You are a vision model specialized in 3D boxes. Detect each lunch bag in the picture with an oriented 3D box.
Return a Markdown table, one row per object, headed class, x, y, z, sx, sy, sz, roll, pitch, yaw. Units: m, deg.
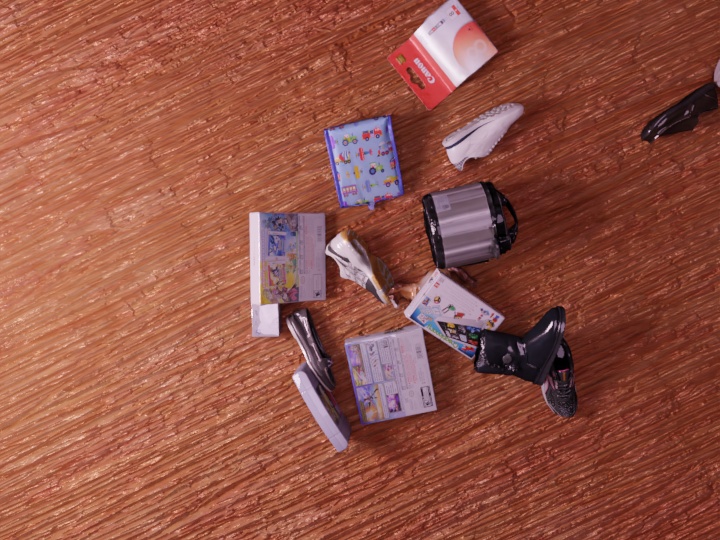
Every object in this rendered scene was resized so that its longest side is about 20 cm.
| class | x | y | z | sx | sy | sz | roll | pitch | yaw |
| --- | --- | --- | --- | --- | --- | --- | --- | --- | --- |
| lunch bag | 0.010 | -0.235 | 1.677 | 0.149 | 0.094 | 0.202 | -12 | 102 | -2 |

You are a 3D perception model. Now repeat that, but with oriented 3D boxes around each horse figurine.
| class | x | y | z | sx | sy | sz | roll | pitch | yaw |
| --- | --- | --- | --- | --- | --- | --- | --- | --- | --- |
| horse figurine | 0.168 | 0.049 | 1.692 | 0.199 | 0.050 | 0.133 | -33 | 105 | 1 |

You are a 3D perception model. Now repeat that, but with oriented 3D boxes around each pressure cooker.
| class | x | y | z | sx | sy | sz | roll | pitch | yaw |
| --- | --- | --- | --- | --- | --- | --- | --- | --- | --- |
| pressure cooker | 0.244 | -0.102 | 1.630 | 0.198 | 0.179 | 0.178 | -13 | 90 | 2 |

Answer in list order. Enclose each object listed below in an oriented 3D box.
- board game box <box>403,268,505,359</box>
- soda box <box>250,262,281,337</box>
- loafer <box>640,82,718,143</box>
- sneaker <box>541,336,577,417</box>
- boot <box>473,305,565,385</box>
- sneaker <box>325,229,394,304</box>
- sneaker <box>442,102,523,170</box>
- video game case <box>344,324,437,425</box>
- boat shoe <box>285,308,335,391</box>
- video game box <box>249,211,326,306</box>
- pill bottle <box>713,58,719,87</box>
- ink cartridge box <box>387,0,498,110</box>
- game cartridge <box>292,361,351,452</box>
| class | x | y | z | sx | sy | sz | roll | pitch | yaw |
| --- | --- | --- | --- | --- | --- | --- | --- | --- | --- |
| board game box | 0.212 | 0.100 | 1.674 | 0.199 | 0.035 | 0.127 | 34 | 101 | -20 |
| soda box | -0.215 | 0.049 | 1.694 | 0.063 | 0.068 | 0.202 | -1 | 92 | 0 |
| loafer | 0.724 | -0.342 | 1.667 | 0.199 | 0.073 | 0.072 | -34 | 90 | 2 |
| sneaker | 0.452 | 0.241 | 1.691 | 0.079 | 0.086 | 0.202 | -14 | 93 | 3 |
| boot | 0.347 | 0.155 | 1.639 | 0.166 | 0.077 | 0.202 | 13 | 116 | -2 |
| sneaker | 0.000 | 0.000 | 1.699 | 0.087 | 0.076 | 0.201 | -30 | 104 | 32 |
| sneaker | 0.285 | -0.308 | 1.680 | 0.199 | 0.076 | 0.081 | -30 | 104 | 6 |
| video game case | 0.070 | 0.238 | 1.701 | 0.179 | 0.045 | 0.202 | -11 | 101 | 0 |
| boat shoe | -0.101 | 0.180 | 1.701 | 0.057 | 0.067 | 0.201 | -31 | 89 | 6 |
| video game box | -0.160 | -0.028 | 1.652 | 0.181 | 0.047 | 0.202 | -2 | 93 | -42 |
| pill bottle | 0.903 | -0.430 | 1.643 | 0.198 | 0.112 | 0.113 | 18 | 93 | 0 |
| ink cartridge box | 0.184 | -0.489 | 1.675 | 0.200 | 0.050 | 0.163 | -40 | 92 | -1 |
| game cartridge | -0.084 | 0.305 | 1.674 | 0.041 | 0.133 | 0.201 | -31 | 93 | 9 |
